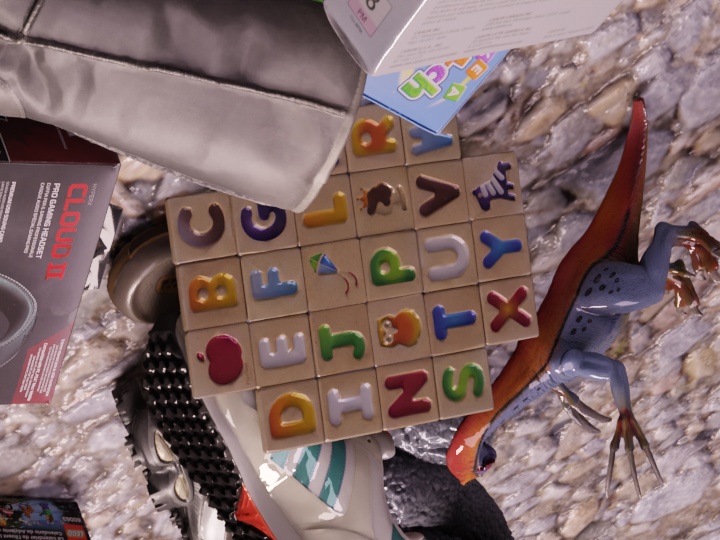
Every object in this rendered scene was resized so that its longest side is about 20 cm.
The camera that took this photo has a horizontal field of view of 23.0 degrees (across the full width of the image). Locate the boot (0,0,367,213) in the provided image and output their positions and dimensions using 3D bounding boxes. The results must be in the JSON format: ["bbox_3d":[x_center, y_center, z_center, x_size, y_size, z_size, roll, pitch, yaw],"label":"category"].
[{"bbox_3d":[-0.086,-0.118,0.731,0.198,0.073,0.183,14,125,-14],"label":"boot"}]

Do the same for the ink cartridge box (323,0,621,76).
[{"bbox_3d":[0.095,-0.167,0.725,0.162,0.057,0.200,-17,153,-44],"label":"ink cartridge box"}]

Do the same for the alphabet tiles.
[{"bbox_3d":[0.000,0.000,0.910,0.198,0.006,0.169,-9,93,-23],"label":"alphabet tiles"}]

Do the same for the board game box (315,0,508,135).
[{"bbox_3d":[0.013,-0.160,0.819,0.199,0.037,0.152,24,116,-42],"label":"board game box"}]

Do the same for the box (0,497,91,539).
[{"bbox_3d":[-0.257,0.212,1.025,0.135,0.038,0.201,9,125,-36],"label":"box"}]

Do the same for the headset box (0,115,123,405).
[{"bbox_3d":[-0.208,-0.014,0.802,0.198,0.078,0.150,1,130,-30],"label":"headset box"}]

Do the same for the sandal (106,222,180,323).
[{"bbox_3d":[-0.034,0.002,0.938,0.198,0.055,0.082,-6,134,-26],"label":"sandal"}]

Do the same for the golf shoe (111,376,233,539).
[{"bbox_3d":[-0.071,0.126,1.023,0.094,0.078,0.201,-25,140,-7],"label":"golf shoe"}]

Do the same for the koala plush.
[{"bbox_3d":[0.061,0.196,1.046,0.178,0.199,0.184,-47,156,-19],"label":"koala plush"}]

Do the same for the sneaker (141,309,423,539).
[{"bbox_3d":[-0.037,0.094,0.939,0.093,0.070,0.201,-37,103,-28],"label":"sneaker"}]

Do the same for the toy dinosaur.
[{"bbox_3d":[0.112,0.035,0.991,0.180,0.202,0.105,-22,171,-17],"label":"toy dinosaur"}]
